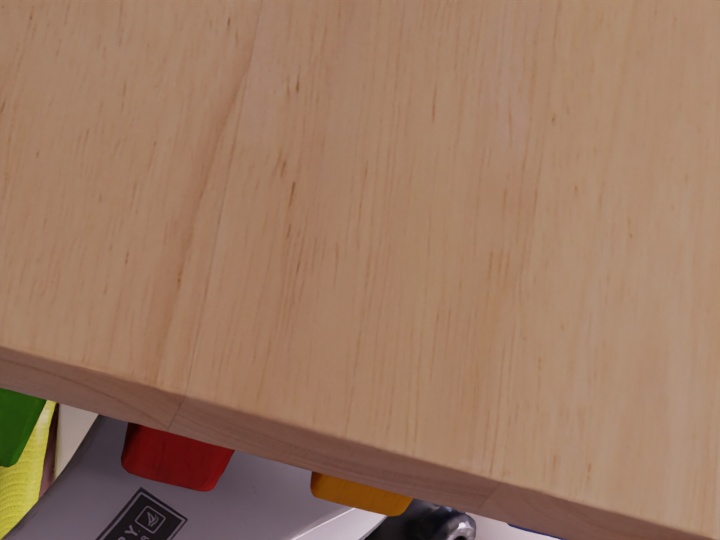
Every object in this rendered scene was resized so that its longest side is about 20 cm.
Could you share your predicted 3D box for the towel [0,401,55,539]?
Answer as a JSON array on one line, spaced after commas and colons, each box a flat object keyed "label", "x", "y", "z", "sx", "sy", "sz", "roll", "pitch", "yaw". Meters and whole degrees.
[{"label": "towel", "x": -0.099, "y": 0.121, "z": 0.718, "sx": 0.086, "sy": 0.018, "sz": 0.201, "roll": -57, "pitch": 154, "yaw": -85}]

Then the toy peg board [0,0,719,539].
[{"label": "toy peg board", "x": -0.003, "y": -0.029, "z": 0.655, "sx": 0.098, "sy": 0.198, "sz": 0.201, "roll": 122, "pitch": -20, "yaw": -57}]

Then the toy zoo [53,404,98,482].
[{"label": "toy zoo", "x": -0.069, "y": 0.021, "z": 0.827, "sx": 0.131, "sy": 0.020, "sz": 0.201, "roll": 86, "pitch": 7, "yaw": -80}]

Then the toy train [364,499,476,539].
[{"label": "toy train", "x": 0.000, "y": 0.000, "z": 0.794, "sx": 0.114, "sy": 0.086, "sz": 0.201, "roll": 48, "pitch": -35, "yaw": 40}]

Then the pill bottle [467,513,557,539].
[{"label": "pill bottle", "x": 0.017, "y": -0.002, "z": 0.967, "sx": 0.113, "sy": 0.112, "sz": 0.201, "roll": -75, "pitch": 140, "yaw": -70}]

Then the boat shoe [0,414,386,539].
[{"label": "boat shoe", "x": -0.047, "y": 0.069, "z": 0.670, "sx": 0.200, "sy": 0.069, "sz": 0.057, "roll": -42, "pitch": 163, "yaw": -35}]
